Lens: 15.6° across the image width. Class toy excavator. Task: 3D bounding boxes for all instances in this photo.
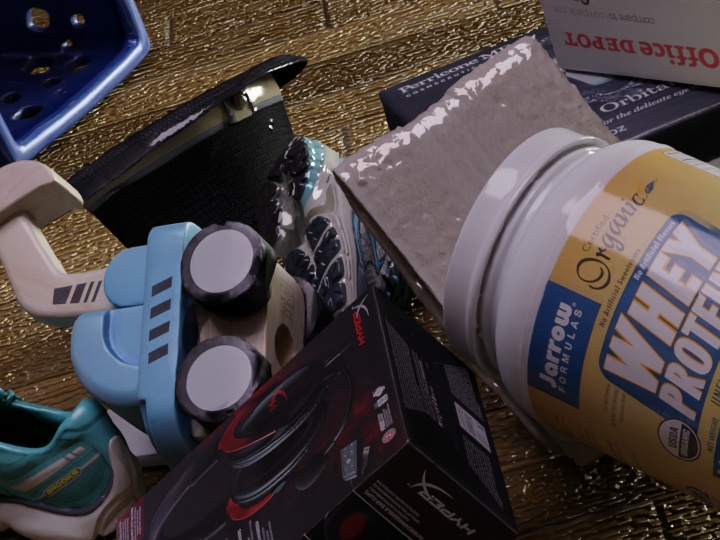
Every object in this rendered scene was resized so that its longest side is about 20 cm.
[{"bbox_3d":[-0.123,0.022,1.408,0.200,0.100,0.195,-8,65,20],"label":"toy excavator"}]

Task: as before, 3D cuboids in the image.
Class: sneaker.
[{"bbox_3d":[0.000,0.000,1.498,0.086,0.078,0.200,18,37,-22],"label":"sneaker"},{"bbox_3d":[-0.203,0.096,1.437,0.200,0.080,0.078,-1,31,33],"label":"sneaker"}]

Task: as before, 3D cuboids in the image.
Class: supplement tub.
[{"bbox_3d":[0.154,0.026,1.214,0.200,0.145,0.145,25,46,29],"label":"supplement tub"}]

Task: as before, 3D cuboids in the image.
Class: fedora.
[{"bbox_3d":[-0.096,-0.051,1.619,0.201,0.092,0.201,-31,1,1],"label":"fedora"}]

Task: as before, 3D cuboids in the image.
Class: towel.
[{"bbox_3d":[0.096,-0.010,1.337,0.133,0.200,0.034,-36,-9,-11],"label":"towel"}]

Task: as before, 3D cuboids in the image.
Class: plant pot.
[{"bbox_3d":[-0.304,-0.192,1.945,0.180,0.200,0.200,-5,29,36],"label":"plant pot"}]

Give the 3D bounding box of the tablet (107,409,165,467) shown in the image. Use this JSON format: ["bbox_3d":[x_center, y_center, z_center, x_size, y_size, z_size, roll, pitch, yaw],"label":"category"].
[{"bbox_3d":[-0.075,0.052,1.517,0.130,0.014,0.200,-7,28,21],"label":"tablet"}]

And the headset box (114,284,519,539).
[{"bbox_3d":[-0.033,0.124,1.202,0.200,0.075,0.149,-43,23,16],"label":"headset box"}]

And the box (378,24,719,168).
[{"bbox_3d":[0.139,-0.058,1.479,0.197,0.117,0.200,-22,25,-8],"label":"box"}]

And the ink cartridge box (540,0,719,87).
[{"bbox_3d":[0.155,-0.205,1.394,0.086,0.200,0.148,-34,29,-32],"label":"ink cartridge box"}]
